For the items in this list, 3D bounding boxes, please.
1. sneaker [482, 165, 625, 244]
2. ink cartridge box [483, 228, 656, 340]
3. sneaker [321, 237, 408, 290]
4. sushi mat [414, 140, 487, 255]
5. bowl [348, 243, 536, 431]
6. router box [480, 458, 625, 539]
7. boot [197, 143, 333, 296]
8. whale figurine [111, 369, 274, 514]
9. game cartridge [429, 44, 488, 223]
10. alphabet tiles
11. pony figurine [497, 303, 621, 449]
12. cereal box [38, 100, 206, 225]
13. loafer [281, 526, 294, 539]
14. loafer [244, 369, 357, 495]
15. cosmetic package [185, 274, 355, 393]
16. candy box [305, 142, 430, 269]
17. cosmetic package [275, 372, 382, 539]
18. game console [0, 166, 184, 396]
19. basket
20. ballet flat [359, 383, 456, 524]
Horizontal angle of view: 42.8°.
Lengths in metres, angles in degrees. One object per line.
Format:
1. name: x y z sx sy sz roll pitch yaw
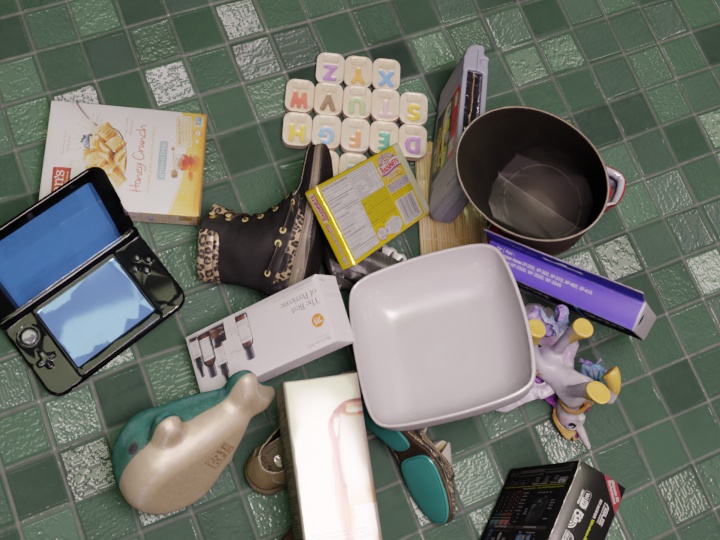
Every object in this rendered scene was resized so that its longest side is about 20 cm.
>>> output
1. sneaker: 0.258 -0.081 1.205 0.198 0.113 0.072 -24 78 -19
2. ink cartridge box: 0.248 0.021 1.100 0.197 0.200 0.044 24 88 24
3. sneaker: 0.000 0.000 1.168 0.199 0.067 0.091 35 73 6
4. sushi mat: 0.123 -0.083 1.239 0.094 0.012 0.203 0 73 -9
5. bowl: 0.095 0.083 1.050 0.198 0.075 0.202 -16 60 10
6. router box: 0.202 0.300 1.036 0.062 0.200 0.151 31 71 -4
7. boot: -0.116 -0.064 1.134 0.149 0.073 0.203 7 85 16
8. whale figurine: -0.193 0.179 1.037 0.200 0.159 0.104 -44 60 -2
9. game cartridge: 0.125 -0.171 1.190 0.040 0.133 0.203 9 71 -5
10. alphabet tiles: -0.006 -0.206 1.248 0.197 0.015 0.198 5 72 -5
11. pony figurine: 0.228 0.119 1.119 0.166 0.201 0.193 -37 68 -17
12. cereal box: -0.299 -0.136 1.169 0.197 0.040 0.146 3 73 -9
13. loafer: -0.001 0.340 1.057 0.198 0.073 0.072 23 72 -2
14. loafer: -0.051 0.192 1.097 0.200 0.068 0.076 -42 84 -18
15. cosmetic package: -0.108 0.081 1.070 0.199 0.050 0.083 -26 76 25
16. candy box: 0.014 -0.084 1.137 0.200 0.026 0.103 -35 98 -51
17. cosmetic package: -0.035 0.222 1.002 0.086 0.103 0.203 -7 78 -11
18. game console: -0.332 0.015 1.077 0.199 0.117 0.176 -37 82 -17
19. basket: 0.211 -0.089 1.086 0.180 0.200 0.137 35 91 19
20. ballet flat: 0.067 0.206 1.104 0.201 0.068 0.075 55 47 -11
